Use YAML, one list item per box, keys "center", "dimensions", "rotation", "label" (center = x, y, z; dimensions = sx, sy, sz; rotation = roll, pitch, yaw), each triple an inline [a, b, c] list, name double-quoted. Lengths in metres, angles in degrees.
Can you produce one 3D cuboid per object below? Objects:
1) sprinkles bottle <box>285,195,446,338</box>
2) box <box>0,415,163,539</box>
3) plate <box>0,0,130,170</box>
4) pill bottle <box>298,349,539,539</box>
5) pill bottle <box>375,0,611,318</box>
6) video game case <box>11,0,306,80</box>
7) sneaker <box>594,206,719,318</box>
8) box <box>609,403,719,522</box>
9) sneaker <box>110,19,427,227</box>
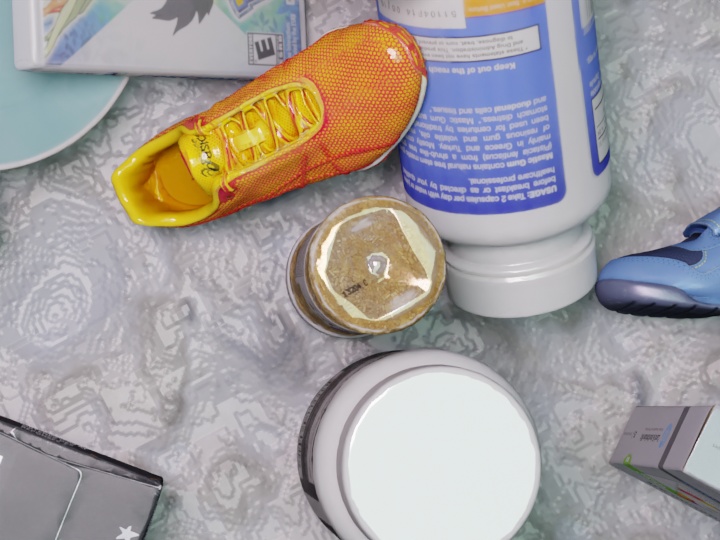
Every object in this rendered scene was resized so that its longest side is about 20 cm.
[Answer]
- center: [0.000, 0.000, 1.349]
  dimensions: [0.068, 0.200, 0.068]
  rotation: [0, 88, -5]
  label: "sprinkles bottle"
- center: [-0.198, 0.179, 1.370]
  dimensions: [0.132, 0.115, 0.200]
  rotation: [21, 85, -3]
  label: "box"
- center: [-0.207, -0.148, 1.362]
  dimensions: [0.200, 0.026, 0.201]
  rotation: [4, 80, -24]
  label: "plate"
- center: [0.030, 0.097, 1.341]
  dimensions: [0.113, 0.200, 0.113]
  rotation: [0, 89, -5]
  label: "pill bottle"
- center: [0.072, -0.081, 1.379]
  dimensions: [0.112, 0.112, 0.200]
  rotation: [-11, 115, -5]
  label: "pill bottle"
- center: [-0.106, -0.202, 1.386]
  dimensions: [0.182, 0.022, 0.200]
  rotation: [-1, 88, -41]
  label: "video game case"
- center: [0.219, -0.019, 1.436]
  dimensions: [0.200, 0.074, 0.082]
  rotation: [-10, 90, -14]
  label: "sneaker"
- center: [0.221, 0.120, 1.364]
  dimensions: [0.156, 0.200, 0.041]
  rotation: [28, 86, -4]
  label: "box"
- center: [-0.045, -0.066, 1.359]
  dimensions: [0.200, 0.077, 0.073]
  rotation: [-30, 88, 37]
  label: "sneaker"
